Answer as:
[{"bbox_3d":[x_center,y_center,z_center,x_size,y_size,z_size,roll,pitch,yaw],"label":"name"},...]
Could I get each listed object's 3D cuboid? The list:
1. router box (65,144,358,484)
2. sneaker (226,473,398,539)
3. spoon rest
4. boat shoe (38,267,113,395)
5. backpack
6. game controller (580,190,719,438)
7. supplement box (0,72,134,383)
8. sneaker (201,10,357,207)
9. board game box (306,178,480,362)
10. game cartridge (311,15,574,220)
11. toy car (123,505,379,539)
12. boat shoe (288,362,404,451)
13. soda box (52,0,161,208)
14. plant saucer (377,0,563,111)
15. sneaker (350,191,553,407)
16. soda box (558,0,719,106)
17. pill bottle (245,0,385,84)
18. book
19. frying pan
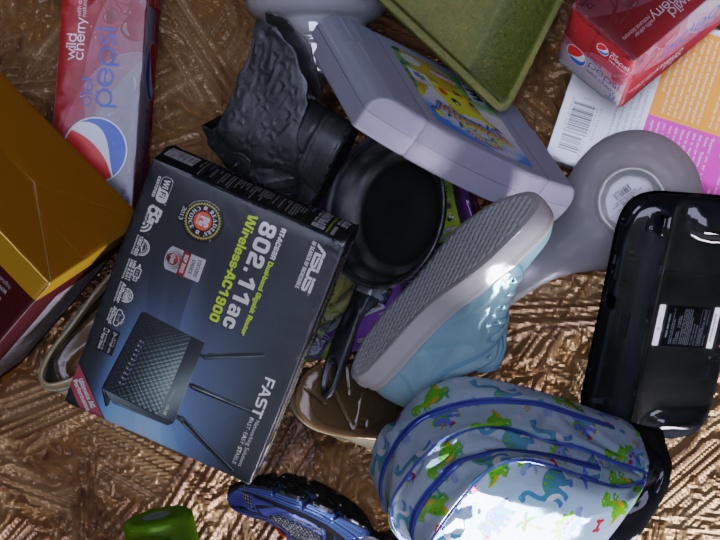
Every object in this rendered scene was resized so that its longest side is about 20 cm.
[{"bbox_3d":[-0.106,0.032,1.349,0.149,0.062,0.201,23,106,4],"label":"router box"},{"bbox_3d":[-0.016,0.219,1.428,0.199,0.075,0.079,29,94,4],"label":"sneaker"},{"bbox_3d":[0.165,-0.027,1.424,0.200,0.061,0.100,-34,89,8],"label":"spoon rest"},{"bbox_3d":[-0.162,0.023,1.428,0.073,0.063,0.200,43,96,13],"label":"boat shoe"},{"bbox_3d":[0.104,0.156,1.349,0.200,0.154,0.163,32,115,-19],"label":"backpack"},{"bbox_3d":[0.227,0.037,1.404,0.104,0.042,0.201,0,116,-19],"label":"game controller"},{"bbox_3d":[-0.309,-0.023,1.369,0.197,0.133,0.200,45,121,2],"label":"supplement box"},{"bbox_3d":[-0.074,-0.079,1.381,0.104,0.060,0.200,33,115,5],"label":"sneaker"},{"bbox_3d":[0.000,0.000,1.422,0.199,0.032,0.121,-12,85,20],"label":"board game box"},{"bbox_3d":[0.063,-0.106,1.357,0.199,0.134,0.041,22,119,-35],"label":"game cartridge"},{"bbox_3d":[-0.070,0.257,1.379,0.199,0.158,0.165,-10,98,6],"label":"toy car"},{"bbox_3d":[0.038,0.113,1.432,0.199,0.065,0.073,15,84,-16],"label":"boat shoe"},{"bbox_3d":[-0.195,-0.124,1.441,0.070,0.063,0.201,4,89,4],"label":"soda box"},{"bbox_3d":[0.068,-0.250,1.389,0.200,0.048,0.201,39,66,-28],"label":"plant saucer"},{"bbox_3d":[0.082,0.026,1.344,0.082,0.074,0.200,32,124,-20],"label":"sneaker"},{"bbox_3d":[0.238,-0.209,1.382,0.200,0.070,0.063,-40,72,-21],"label":"soda box"},{"bbox_3d":[-0.033,-0.243,1.414,0.110,0.111,0.201,-1,89,2],"label":"pill bottle"},{"bbox_3d":[0.254,-0.117,1.437,0.199,0.048,0.134,19,91,4],"label":"book"},{"bbox_3d":[0.021,-0.005,1.360,0.115,0.031,0.191,-9,78,41],"label":"frying pan"}]
